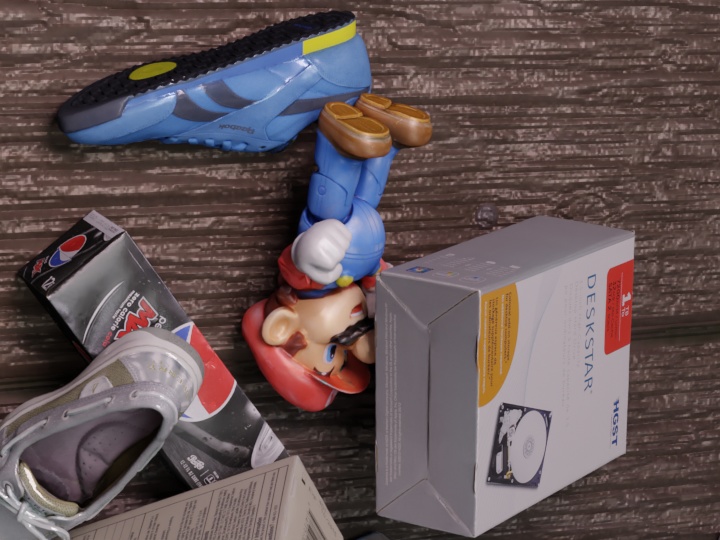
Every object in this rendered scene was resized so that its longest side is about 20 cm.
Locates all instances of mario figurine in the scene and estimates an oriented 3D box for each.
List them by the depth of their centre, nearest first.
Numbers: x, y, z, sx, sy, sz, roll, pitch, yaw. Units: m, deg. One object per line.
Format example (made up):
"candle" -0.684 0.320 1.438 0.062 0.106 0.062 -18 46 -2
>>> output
"mario figurine" 0.000 0.000 1.332 0.122 0.106 0.201 4 117 -26

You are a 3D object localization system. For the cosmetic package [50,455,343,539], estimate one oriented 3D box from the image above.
"cosmetic package" -0.116 0.193 1.294 0.199 0.105 0.071 -19 117 17

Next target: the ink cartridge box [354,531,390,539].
"ink cartridge box" -0.005 0.304 1.397 0.146 0.146 0.202 -19 111 -19

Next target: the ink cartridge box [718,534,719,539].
"ink cartridge box" 0.348 0.277 1.588 0.198 0.084 0.146 8 99 -26

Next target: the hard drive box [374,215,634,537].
"hard drive box" 0.093 0.061 1.373 0.199 0.076 0.157 -20 115 -54

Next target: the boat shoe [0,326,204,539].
"boat shoe" -0.169 0.111 1.274 0.074 0.065 0.202 42 121 -18

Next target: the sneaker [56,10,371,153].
"sneaker" -0.083 -0.095 1.310 0.199 0.066 0.079 -18 113 -20

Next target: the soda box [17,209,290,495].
"soda box" -0.122 0.063 1.326 0.063 0.071 0.201 -40 116 -11
